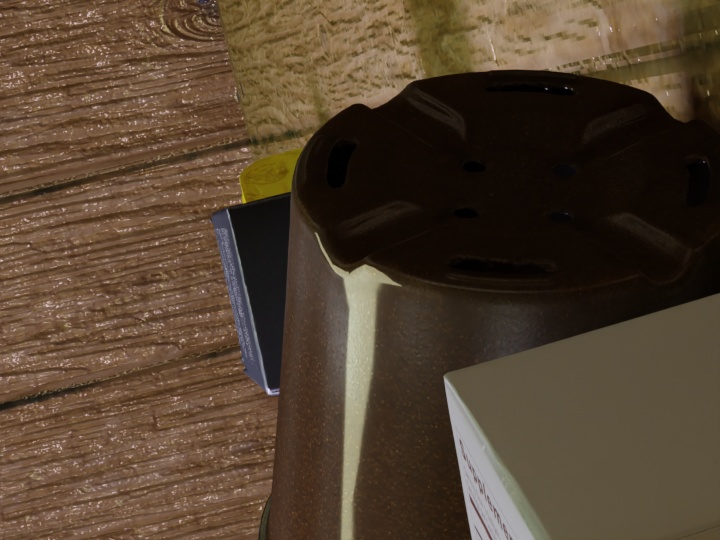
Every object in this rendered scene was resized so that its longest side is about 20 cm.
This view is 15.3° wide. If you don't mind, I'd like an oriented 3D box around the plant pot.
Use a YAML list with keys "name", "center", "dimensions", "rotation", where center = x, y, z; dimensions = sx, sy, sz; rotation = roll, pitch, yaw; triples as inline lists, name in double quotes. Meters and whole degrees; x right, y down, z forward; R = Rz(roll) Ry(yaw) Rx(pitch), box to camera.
- name: "plant pot"
  center: [0.054, 0.051, 0.925]
  dimensions: [0.201, 0.199, 0.199]
  rotation: [-112, 18, -56]

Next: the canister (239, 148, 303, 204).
- name: "canister"
  center: [-0.037, 0.018, 2.275]
  dimensions: [0.149, 0.086, 0.201]
  rotation: [-112, 9, -61]

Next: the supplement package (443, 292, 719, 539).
- name: "supplement package"
  center: [0.108, 0.125, 0.807]
  dimensions: [0.117, 0.116, 0.201]
  rotation: [-121, 18, -60]

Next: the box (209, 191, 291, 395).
- name: "box"
  center: [0.000, 0.000, 1.507]
  dimensions: [0.200, 0.147, 0.105]
  rotation: [178, 80, -83]
